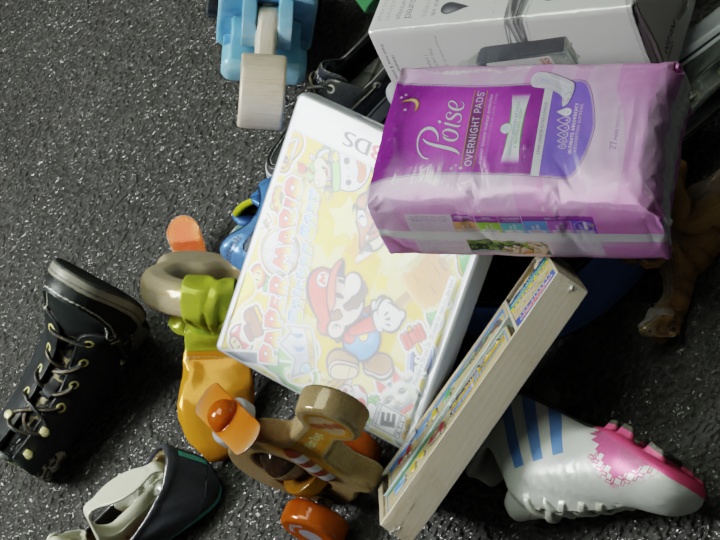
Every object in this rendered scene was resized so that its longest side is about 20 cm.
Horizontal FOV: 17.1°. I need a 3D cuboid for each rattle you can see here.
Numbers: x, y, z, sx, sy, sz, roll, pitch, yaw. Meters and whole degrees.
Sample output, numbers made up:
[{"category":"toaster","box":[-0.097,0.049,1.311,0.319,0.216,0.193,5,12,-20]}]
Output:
[{"category":"rattle","box":[-0.112,0.045,1.866,0.130,0.143,0.200,-19,16,-17]}]

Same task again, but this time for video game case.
[{"category":"video game case","box":[0.000,0.000,1.676,0.182,0.023,0.200,27,105,30]}]

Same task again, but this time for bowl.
[{"category":"bowl","box":[0.131,-0.040,1.705,0.201,0.039,0.201,-25,42,25]}]

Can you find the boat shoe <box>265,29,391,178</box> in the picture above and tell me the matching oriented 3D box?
[{"category":"boat shoe","box":[-0.008,-0.146,1.909,0.200,0.066,0.070,-39,38,9]}]

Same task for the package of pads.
[{"category":"package of pads","box":[0.112,-0.073,1.561,0.200,0.076,0.121,1,59,20]}]

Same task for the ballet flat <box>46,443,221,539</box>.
[{"category":"ballet flat","box":[-0.192,0.201,1.767,0.200,0.073,0.073,-43,38,4]}]

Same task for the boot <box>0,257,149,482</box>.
[{"category":"boot","box":[-0.231,0.080,1.842,0.073,0.204,0.154,30,80,9]}]

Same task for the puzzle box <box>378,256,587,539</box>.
[{"category":"puzzle box","box":[0.077,0.079,1.570,0.200,0.025,0.133,-55,5,6]}]

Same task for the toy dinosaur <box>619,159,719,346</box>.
[{"category":"toy dinosaur","box":[0.231,-0.043,1.606,0.200,0.106,0.060,-55,0,-6]}]

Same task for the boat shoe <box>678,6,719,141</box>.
[{"category":"boat shoe","box":[0.260,-0.141,1.657,0.200,0.072,0.071,-34,71,-2]}]

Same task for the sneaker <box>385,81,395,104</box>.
[{"category":"sneaker","box":[0.104,-0.116,1.705,0.114,0.075,0.200,-43,40,-1]}]

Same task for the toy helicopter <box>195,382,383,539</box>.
[{"category":"toy helicopter","box":[-0.044,0.109,1.605,0.079,0.132,0.200,-65,4,-22]}]

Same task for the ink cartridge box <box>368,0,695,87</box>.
[{"category":"ink cartridge box","box":[0.124,-0.193,1.657,0.200,0.085,0.146,-2,49,27]}]

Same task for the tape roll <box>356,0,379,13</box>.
[{"category":"tape roll","box":[0.071,-0.275,1.844,0.200,0.048,0.200,-37,-2,-1]}]

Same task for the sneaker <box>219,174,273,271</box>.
[{"category":"sneaker","box":[-0.045,-0.060,1.815,0.078,0.066,0.200,21,40,8]}]

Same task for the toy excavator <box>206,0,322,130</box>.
[{"category":"toy excavator","box":[-0.075,-0.183,1.947,0.100,0.194,0.200,3,72,-4]}]

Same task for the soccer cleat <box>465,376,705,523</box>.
[{"category":"soccer cleat","box":[0.141,0.133,1.524,0.086,0.070,0.200,-60,33,-3]}]
